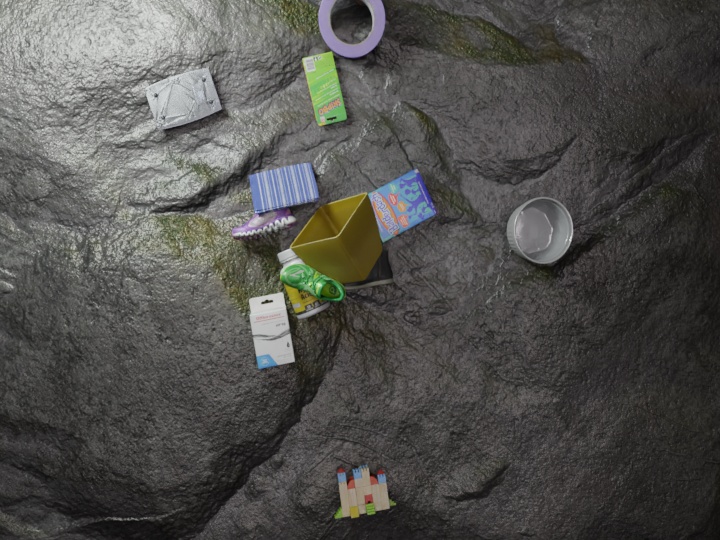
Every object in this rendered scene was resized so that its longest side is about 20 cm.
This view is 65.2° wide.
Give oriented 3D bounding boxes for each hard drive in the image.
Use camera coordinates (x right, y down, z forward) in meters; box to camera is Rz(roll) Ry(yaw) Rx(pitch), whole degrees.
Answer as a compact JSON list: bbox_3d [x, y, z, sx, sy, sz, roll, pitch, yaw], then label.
[{"bbox_3d":[-0.514,-0.497,1.643,0.195,0.042,0.139,-20,94,-6],"label":"hard drive"}]

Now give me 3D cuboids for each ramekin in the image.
[{"bbox_3d":[0.555,-0.124,1.771,0.193,0.105,0.207,0,93,-7],"label":"ramekin"}]

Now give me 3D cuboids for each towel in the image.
[{"bbox_3d":[-0.228,-0.244,1.673,0.194,0.024,0.148,-13,61,-7],"label":"towel"}]

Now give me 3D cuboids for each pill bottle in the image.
[{"bbox_3d":[-0.174,0.031,1.675,0.109,0.111,0.205,-23,95,-6],"label":"pill bottle"}]

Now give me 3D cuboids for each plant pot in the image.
[{"bbox_3d":[-0.048,-0.076,1.628,0.178,0.196,0.202,55,46,-26],"label":"plant pot"}]

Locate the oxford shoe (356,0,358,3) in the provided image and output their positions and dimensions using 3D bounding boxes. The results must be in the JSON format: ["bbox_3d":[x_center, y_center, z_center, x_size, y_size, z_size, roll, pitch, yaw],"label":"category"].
[{"bbox_3d":[0.032,-0.903,1.701,0.074,0.070,0.203,32,93,24],"label":"oxford shoe"}]

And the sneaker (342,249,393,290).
[{"bbox_3d":[0.000,0.000,1.723,0.194,0.075,0.110,-9,89,-16],"label":"sneaker"}]

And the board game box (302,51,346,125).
[{"bbox_3d":[-0.108,-0.547,1.704,0.093,0.030,0.206,-14,91,-6],"label":"board game box"}]

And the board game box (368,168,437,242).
[{"bbox_3d":[0.118,-0.199,1.739,0.196,0.045,0.155,-28,96,-5],"label":"board game box"}]

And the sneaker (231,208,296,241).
[{"bbox_3d":[-0.291,-0.151,1.674,0.195,0.080,0.091,-19,88,-11],"label":"sneaker"}]

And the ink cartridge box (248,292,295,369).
[{"bbox_3d":[-0.267,0.179,1.690,0.112,0.068,0.207,-10,93,-7],"label":"ink cartridge box"}]

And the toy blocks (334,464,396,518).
[{"bbox_3d":[0.007,0.671,1.742,0.194,0.100,0.141,-7,82,-7],"label":"toy blocks"}]

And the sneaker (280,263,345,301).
[{"bbox_3d":[-0.128,0.035,1.585,0.195,0.083,0.076,18,92,-12],"label":"sneaker"}]

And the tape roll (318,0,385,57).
[{"bbox_3d":[-0.025,-0.732,1.654,0.193,0.085,0.206,0,107,-1],"label":"tape roll"}]
